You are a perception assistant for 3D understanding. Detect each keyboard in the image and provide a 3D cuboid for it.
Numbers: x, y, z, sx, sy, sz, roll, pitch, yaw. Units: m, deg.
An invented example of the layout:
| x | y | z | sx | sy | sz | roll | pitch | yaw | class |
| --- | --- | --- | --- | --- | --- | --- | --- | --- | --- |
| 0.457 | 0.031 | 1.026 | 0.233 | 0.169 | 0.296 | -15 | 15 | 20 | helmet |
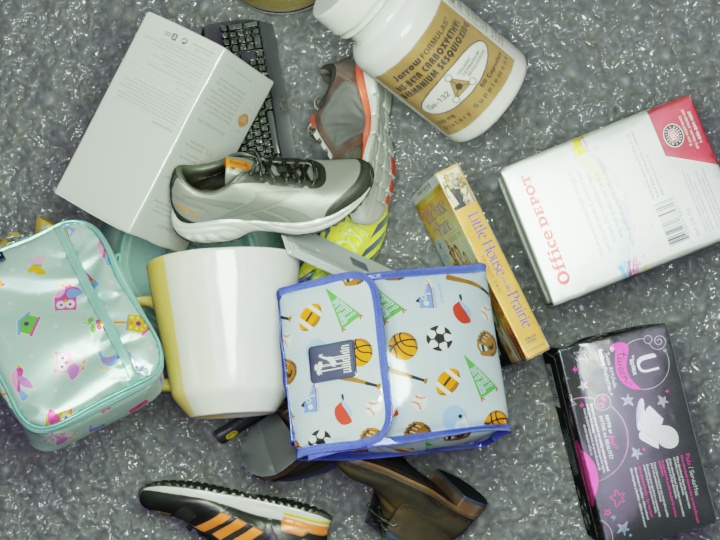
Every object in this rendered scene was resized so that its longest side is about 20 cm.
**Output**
| x | y | z | sx | sy | sz | roll | pitch | yaw | class |
| --- | --- | --- | --- | --- | --- | --- | --- | --- | --- |
| 0.000 | 0.000 | 1.632 | 0.200 | 0.056 | 0.011 | 25 | 113 | -34 | keyboard |
| -0.138 | -0.160 | 1.694 | 0.127 | 0.021 | 0.200 | -11 | 76 | 2 | keyboard |

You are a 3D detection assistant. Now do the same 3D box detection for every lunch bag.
| x | y | z | sx | sy | sz | roll | pitch | yaw | class |
| --- | --- | --- | --- | --- | --- | --- | --- | --- | --- |
| 0.026 | 0.088 | 1.536 | 0.200 | 0.124 | 0.170 | -4 | 75 | -12 | lunch bag |
| -0.279 | 0.053 | 1.546 | 0.160 | 0.077 | 0.200 | -26 | 71 | -13 | lunch bag |

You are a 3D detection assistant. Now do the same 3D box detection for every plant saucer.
| x | y | z | sx | sy | sz | roll | pitch | yaw | class |
| --- | --- | --- | --- | --- | --- | --- | --- | --- | --- |
| -0.178 | -0.011 | 1.701 | 0.200 | 0.036 | 0.200 | 0 | 88 | 2 | plant saucer |

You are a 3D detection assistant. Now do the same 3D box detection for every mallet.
| x | y | z | sx | sy | sz | roll | pitch | yaw | class |
| --- | --- | --- | --- | --- | --- | --- | --- | --- | --- |
| -0.059 | 0.124 | 1.694 | 0.200 | 0.066 | 0.041 | -37 | 51 | 15 | mallet |

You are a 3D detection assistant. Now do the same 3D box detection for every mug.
| x | y | z | sx | sy | sz | roll | pitch | yaw | class |
| --- | --- | --- | --- | --- | --- | --- | --- | --- | --- |
| -0.138 | 0.067 | 1.606 | 0.149 | 0.187 | 0.153 | 1 | 80 | -35 | mug |

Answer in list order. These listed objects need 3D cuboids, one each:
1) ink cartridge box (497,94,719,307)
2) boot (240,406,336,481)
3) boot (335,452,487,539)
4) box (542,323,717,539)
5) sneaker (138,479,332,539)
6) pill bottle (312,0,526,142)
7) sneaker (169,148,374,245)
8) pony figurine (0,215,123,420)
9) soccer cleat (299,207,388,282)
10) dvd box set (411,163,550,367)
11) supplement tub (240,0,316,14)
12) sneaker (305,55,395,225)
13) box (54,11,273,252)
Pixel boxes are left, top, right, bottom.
| x | y | z | sx | sy | sz | roll | pitch | yaw | class |
| --- | --- | --- | --- | --- | --- | --- | --- | --- | --- |
| 0.250 | -0.064 | 1.629 | 0.200 | 0.145 | 0.145 | -21 | 87 | 2 | ink cartridge box |
| -0.027 | 0.150 | 1.663 | 0.200 | 0.097 | 0.075 | -28 | 72 | -4 | boot |
| 0.034 | 0.236 | 1.628 | 0.200 | 0.075 | 0.097 | 27 | 100 | -37 | boot |
| 0.264 | 0.160 | 1.629 | 0.115 | 0.132 | 0.200 | -13 | 88 | -1 | box |
| -0.133 | 0.268 | 1.673 | 0.200 | 0.070 | 0.090 | 10 | 86 | 1 | sneaker |
| 0.057 | -0.226 | 1.624 | 0.200 | 0.114 | 0.114 | 36 | 90 | -21 | pill bottle |
| -0.086 | -0.078 | 1.566 | 0.200 | 0.074 | 0.079 | -9 | 132 | 0 | sneaker |
| -0.326 | 0.062 | 1.664 | 0.193 | 0.166 | 0.200 | 28 | 94 | 35 | pony figurine |
| -0.028 | -0.004 | 1.670 | 0.065 | 0.084 | 0.200 | 29 | 90 | 3 | soccer cleat |
| 0.116 | -0.001 | 1.632 | 0.029 | 0.146 | 0.200 | -26 | 88 | -10 | dvd box set |
| -0.085 | -0.339 | 1.624 | 0.145 | 0.200 | 0.146 | 0 | 88 | 2 | supplement tub |
| -0.013 | -0.130 | 1.667 | 0.082 | 0.077 | 0.200 | -8 | 58 | 16 | sneaker |
| -0.191 | -0.132 | 1.619 | 0.097 | 0.124 | 0.200 | 28 | 91 | 21 | box |
